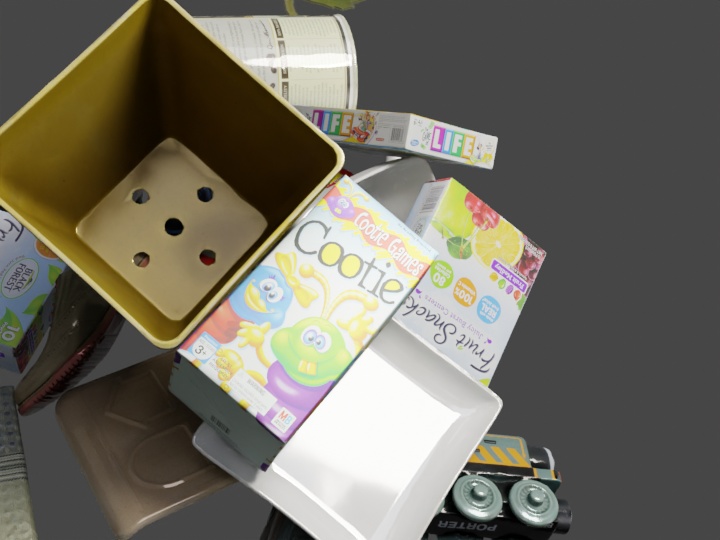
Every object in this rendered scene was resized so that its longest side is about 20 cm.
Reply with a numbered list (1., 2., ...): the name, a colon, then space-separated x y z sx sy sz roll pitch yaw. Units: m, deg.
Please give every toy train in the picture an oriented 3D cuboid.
1. toy train: 0.094 0.196 0.817 0.198 0.086 0.114 6 42 -9

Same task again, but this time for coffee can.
1. coffee can: -0.118 -0.226 1.048 0.198 0.147 0.147 -5 54 -17

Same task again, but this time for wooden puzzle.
1. wooden puzzle: -0.152 0.139 0.798 0.199 0.047 0.185 -25 40 -23

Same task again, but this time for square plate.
1. square plate: -0.006 0.129 0.751 0.198 0.028 0.200 37 62 2

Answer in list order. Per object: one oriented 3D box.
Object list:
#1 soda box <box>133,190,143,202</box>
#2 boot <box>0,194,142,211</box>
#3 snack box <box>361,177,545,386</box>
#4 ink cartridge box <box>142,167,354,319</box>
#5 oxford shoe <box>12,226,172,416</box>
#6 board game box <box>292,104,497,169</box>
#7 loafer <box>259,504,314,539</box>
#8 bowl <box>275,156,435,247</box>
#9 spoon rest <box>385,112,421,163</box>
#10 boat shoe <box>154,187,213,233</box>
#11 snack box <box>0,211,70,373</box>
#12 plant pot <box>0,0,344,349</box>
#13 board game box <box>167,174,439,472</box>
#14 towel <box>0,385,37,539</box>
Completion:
1. soda box: -0.253 -0.106 0.911 0.070 0.063 0.201 23 42 -7
2. boot: -0.332 -0.117 0.975 0.199 0.068 0.131 6 48 -19
3. snack box: 0.085 0.032 0.871 0.142 0.053 0.201 34 74 -24
4. ink cartridge box: -0.135 -0.058 0.932 0.175 0.084 0.200 29 50 28
5. oxford shoe: -0.259 0.042 0.823 0.075 0.070 0.200 38 80 1
6. board game box: 0.025 -0.143 0.941 0.134 0.035 0.199 5 7 -44
7. loafer: -0.052 0.201 0.788 0.072 0.063 0.201 52 42 -29
8. bowl: 0.000 0.000 0.891 0.074 0.201 0.200 8 30 45
9. spoon rest: 0.046 -0.086 1.045 0.099 0.061 0.201 7 65 -6
10. boat shoe: -0.174 -0.121 0.887 0.083 0.069 0.201 -1 44 1
11. snack box: -0.391 0.002 0.860 0.199 0.053 0.143 18 52 0
12. plant pot: -0.156 -0.059 0.728 0.200 0.176 0.200 41 75 3
13. board game box: -0.045 0.041 0.706 0.105 0.103 0.200 39 62 4
14. towel: -0.376 0.197 0.742 0.191 0.035 0.201 -7 53 -22
